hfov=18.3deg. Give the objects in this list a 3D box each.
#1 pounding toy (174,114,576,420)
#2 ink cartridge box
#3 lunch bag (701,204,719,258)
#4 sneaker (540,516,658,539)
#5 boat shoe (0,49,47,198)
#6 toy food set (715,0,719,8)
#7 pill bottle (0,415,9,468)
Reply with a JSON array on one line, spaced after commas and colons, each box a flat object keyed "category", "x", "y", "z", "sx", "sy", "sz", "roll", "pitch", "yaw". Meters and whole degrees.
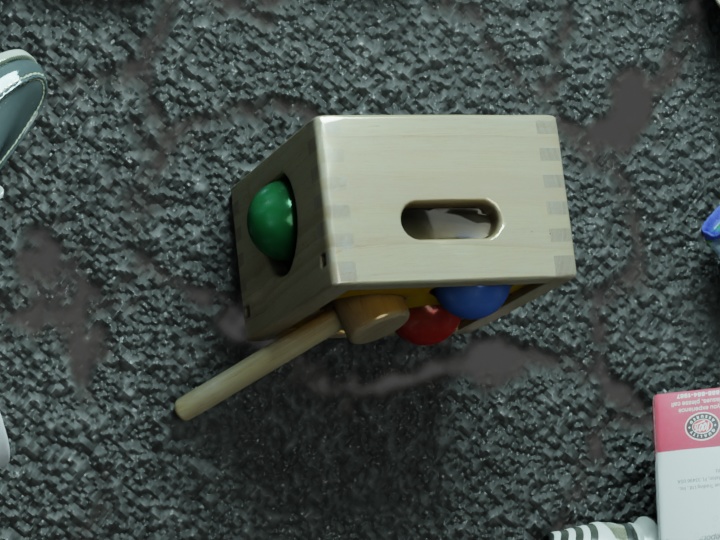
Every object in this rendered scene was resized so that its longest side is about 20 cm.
[{"category": "pounding toy", "x": 0.000, "y": 0.000, "z": 1.353, "sx": 0.199, "sy": 0.184, "sz": 0.143, "roll": -2, "pitch": 77, "yaw": -23}, {"category": "ink cartridge box", "x": 0.268, "y": 0.178, "z": 1.420, "sx": 0.085, "sy": 0.145, "sz": 0.201, "roll": 41, "pitch": 45, "yaw": -60}, {"category": "lunch bag", "x": 0.353, "y": -0.026, "z": 1.515, "sx": 0.200, "sy": 0.127, "sz": 0.170, "roll": -43, "pitch": 104, "yaw": -30}, {"category": "sneaker", "x": 0.147, "y": 0.265, "z": 1.460, "sx": 0.115, "sy": 0.076, "sz": 0.202, "roll": -2, "pitch": 81, "yaw": -14}, {"category": "boat shoe", "x": -0.234, "y": -0.040, "z": 1.287, "sx": 0.062, "sy": 0.073, "sz": 0.200, "roll": 27, "pitch": 67, "yaw": 23}, {"category": "toy food set", "x": 0.322, "y": -0.212, "z": 1.516, "sx": 0.200, "sy": 0.049, "sz": 0.198, "roll": 45, "pitch": 63, "yaw": 7}, {"category": "pill bottle", "x": -0.303, "y": 0.112, "z": 1.247, "sx": 0.199, "sy": 0.111, "sz": 0.112, "roll": -24, "pitch": 97, "yaw": -21}]
